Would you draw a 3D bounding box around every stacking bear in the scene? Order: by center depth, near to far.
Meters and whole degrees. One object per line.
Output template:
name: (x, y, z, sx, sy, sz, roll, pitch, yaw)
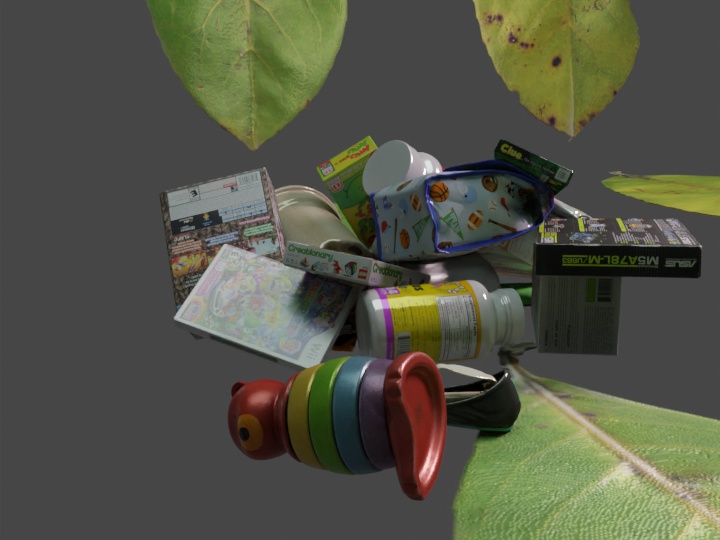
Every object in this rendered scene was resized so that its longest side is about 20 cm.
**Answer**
stacking bear: (-0.031, 0.135, 0.779, 0.199, 0.122, 0.114, -6, 12, 23)

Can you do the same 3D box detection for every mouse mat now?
mouse mat: (0.270, 0.040, 1.410, 0.199, 0.008, 0.161, -3, 11, 4)

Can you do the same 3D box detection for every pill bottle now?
pill bottle: (0.100, 0.067, 1.068, 0.199, 0.105, 0.104, -5, 12, -13)
pill bottle: (0.101, -0.111, 1.318, 0.116, 0.116, 0.200, 10, -15, 46)

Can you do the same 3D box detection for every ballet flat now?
ballet flat: (0.063, 0.128, 0.868, 0.199, 0.069, 0.068, -3, 12, -4)

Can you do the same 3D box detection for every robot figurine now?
robot figurine: (0.019, 0.070, 1.185, 0.199, 0.059, 0.145, -6, 12, -22)

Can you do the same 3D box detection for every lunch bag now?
lunch bag: (0.138, -0.083, 1.166, 0.199, 0.125, 0.170, -9, 3, -25)

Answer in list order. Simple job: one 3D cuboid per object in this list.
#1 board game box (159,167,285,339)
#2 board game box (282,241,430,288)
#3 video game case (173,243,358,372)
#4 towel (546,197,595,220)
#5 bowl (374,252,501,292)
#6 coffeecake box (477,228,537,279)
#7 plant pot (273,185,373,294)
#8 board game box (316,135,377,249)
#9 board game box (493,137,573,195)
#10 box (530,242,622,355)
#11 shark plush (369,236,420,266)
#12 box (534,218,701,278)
board game box: (-0.187, -0.024, 1.225, 0.159, 0.201, 0.097, -13, -21, 1)
board game box: (0.000, 0.000, 1.140, 0.126, 0.035, 0.200, 12, -1, 26)
video game case: (-0.120, 0.047, 1.104, 0.199, 0.018, 0.144, 18, 51, 12)
towel: (0.301, -0.088, 1.331, 0.171, 0.048, 0.200, 25, 9, -45)
bowl: (0.109, 0.010, 1.406, 0.199, 0.075, 0.200, -11, 12, -34)
coffeecake box: (0.236, -0.049, 1.462, 0.153, 0.073, 0.200, 8, -12, 46)
plant pot: (-0.074, -0.013, 1.349, 0.199, 0.202, 0.183, -9, 25, -29)
board game box: (0.020, -0.111, 1.405, 0.101, 0.200, 0.048, -31, 38, 2)
board game box: (0.232, -0.138, 1.169, 0.104, 0.024, 0.200, 29, 5, 6)
box: (0.290, 0.034, 1.166, 0.101, 0.113, 0.200, 1, 13, 8)
shark plush: (0.065, -0.041, 1.330, 0.083, 0.091, 0.200, 27, 5, -1)
box: (0.323, -0.032, 1.099, 0.192, 0.048, 0.200, -1, 12, 12)
